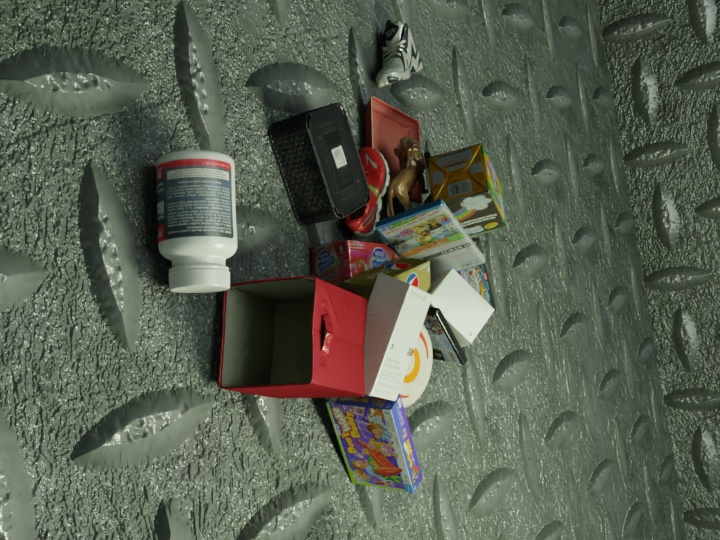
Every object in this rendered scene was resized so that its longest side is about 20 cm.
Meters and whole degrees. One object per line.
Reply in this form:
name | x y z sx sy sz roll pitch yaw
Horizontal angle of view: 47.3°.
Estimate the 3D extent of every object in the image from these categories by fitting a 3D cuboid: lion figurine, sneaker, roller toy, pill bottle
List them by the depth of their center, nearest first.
pill bottle | -0.246 -0.070 1.242 0.119 0.119 0.201 8 77 -55
roller toy | 0.039 0.170 1.587 0.200 0.140 0.183 55 54 -34
sneaker | 0.007 -0.166 1.659 0.085 0.077 0.201 37 53 -57
lion figurine | 0.091 -0.187 1.730 0.200 0.072 0.123 -69 151 -47
sneaker | 0.071 -0.488 1.829 0.199 0.079 0.130 -42 116 -51

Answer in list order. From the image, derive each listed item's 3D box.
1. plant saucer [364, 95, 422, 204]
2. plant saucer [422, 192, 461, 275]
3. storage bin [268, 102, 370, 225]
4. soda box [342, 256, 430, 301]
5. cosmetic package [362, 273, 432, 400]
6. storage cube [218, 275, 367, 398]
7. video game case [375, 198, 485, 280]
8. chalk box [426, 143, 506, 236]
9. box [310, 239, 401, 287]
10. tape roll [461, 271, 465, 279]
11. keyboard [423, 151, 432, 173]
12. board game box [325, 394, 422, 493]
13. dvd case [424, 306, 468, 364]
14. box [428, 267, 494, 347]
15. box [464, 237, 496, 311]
plant saucer | 0.068 -0.258 1.813 0.199 0.037 0.201 13 71 -54
plant saucer | 0.171 -0.068 1.761 0.200 0.034 0.201 -17 90 -78
storage bin | -0.074 -0.200 1.545 0.135 0.094 0.201 -35 113 -52
soda box | 0.051 0.030 1.527 0.200 0.068 0.064 -23 116 -51
cosmetic package | 0.047 0.117 1.424 0.102 0.074 0.201 25 85 -59
storage cube | -0.106 0.115 1.346 0.180 0.199 0.171 26 62 -58
video game case | 0.139 -0.054 1.610 0.200 0.143 0.018 46 36 -42
chalk box | 0.232 -0.153 1.743 0.200 0.124 0.124 50 32 -56
box | 0.000 0.000 1.605 0.200 0.095 0.100 4 79 -55
tape roll | 0.166 0.033 1.868 0.200 0.066 0.201 16 70 -52
keyboard | 0.180 -0.170 1.836 0.127 0.021 0.200 -89 160 -63
board game box | 0.027 0.314 1.516 0.045 0.134 0.200 -51 134 -48
dvd case | 0.109 0.121 1.651 0.018 0.200 0.143 -47 123 -29
box | 0.156 0.095 1.680 0.124 0.200 0.098 44 61 -6
box | 0.274 0.031 2.049 0.136 0.038 0.201 -27 105 -54
